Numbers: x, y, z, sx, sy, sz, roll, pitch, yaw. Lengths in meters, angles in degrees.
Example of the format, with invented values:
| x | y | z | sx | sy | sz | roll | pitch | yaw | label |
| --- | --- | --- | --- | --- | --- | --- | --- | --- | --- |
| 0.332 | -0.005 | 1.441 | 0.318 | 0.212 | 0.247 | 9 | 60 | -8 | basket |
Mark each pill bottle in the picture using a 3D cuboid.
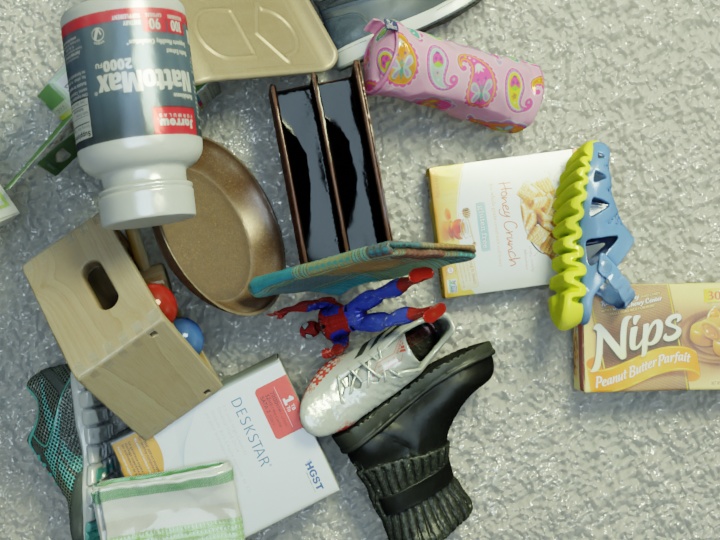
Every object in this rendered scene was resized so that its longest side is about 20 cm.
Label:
| x | y | z | sx | sy | sz | roll | pitch | yaw | label |
| --- | --- | --- | --- | --- | --- | --- | --- | --- | --- |
| -0.210 | -0.145 | 1.206 | 0.118 | 0.120 | 0.203 | -8 | 88 | -4 | pill bottle |

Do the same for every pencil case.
| x | y | z | sx | sy | sz | roll | pitch | yaw | label |
| --- | --- | --- | --- | --- | --- | --- | --- | --- | --- |
| 0.096 | -0.206 | 1.361 | 0.198 | 0.087 | 0.089 | 13 | 88 | -24 | pencil case |

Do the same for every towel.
| x | y | z | sx | sy | sz | roll | pitch | yaw | label |
| --- | --- | --- | --- | --- | --- | --- | --- | --- | --- |
| -0.188 | 0.306 | 1.320 | 0.147 | 0.031 | 0.203 | -9 | 91 | -3 | towel |
| 0.000 | 0.000 | 1.304 | 0.146 | 0.198 | 0.022 | 0 | 79 | -48 | towel |

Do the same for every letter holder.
| x | y | z | sx | sy | sz | roll | pitch | yaw | label |
| --- | --- | --- | --- | --- | --- | --- | --- | --- | --- |
| -0.031 | -0.106 | 1.353 | 0.099 | 0.142 | 0.203 | -11 | 90 | -4 | letter holder |

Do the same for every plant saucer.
| x | y | z | sx | sy | sz | roll | pitch | yaw | label |
| --- | --- | --- | --- | --- | --- | --- | --- | --- | --- |
| -0.155 | -0.042 | 1.340 | 0.036 | 0.200 | 0.202 | -24 | 91 | 29 | plant saucer |

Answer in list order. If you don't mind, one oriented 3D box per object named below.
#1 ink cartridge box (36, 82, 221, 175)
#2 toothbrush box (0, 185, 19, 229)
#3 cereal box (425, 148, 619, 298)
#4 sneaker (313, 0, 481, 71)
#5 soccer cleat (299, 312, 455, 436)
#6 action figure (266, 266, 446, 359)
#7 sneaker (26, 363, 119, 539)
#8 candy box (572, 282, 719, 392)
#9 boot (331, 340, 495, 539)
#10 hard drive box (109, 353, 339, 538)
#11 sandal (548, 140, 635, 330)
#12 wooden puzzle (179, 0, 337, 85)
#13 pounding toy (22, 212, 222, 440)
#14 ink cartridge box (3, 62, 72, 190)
| x | y | z | sx | sy | sz | roll | pitch | yaw | label |
| --- | --- | --- | --- | --- | --- | --- | --- | --- | --- |
| -0.240 | -0.152 | 1.360 | 0.200 | 0.104 | 0.059 | -42 | 91 | -3 | ink cartridge box |
| -0.471 | -0.055 | 1.313 | 0.199 | 0.086 | 0.146 | -36 | 91 | 27 | toothbrush box |
| 0.178 | -0.054 | 1.417 | 0.197 | 0.040 | 0.146 | -8 | 90 | -4 | cereal box |
| 0.039 | -0.324 | 1.393 | 0.200 | 0.077 | 0.148 | -24 | 93 | -2 | sneaker |
| 0.018 | 0.103 | 1.353 | 0.199 | 0.085 | 0.069 | -33 | 92 | -28 | soccer cleat |
| -0.016 | 0.051 | 1.328 | 0.098 | 0.199 | 0.066 | -19 | 90 | -40 | action figure |
| -0.311 | 0.194 | 1.377 | 0.090 | 0.078 | 0.203 | -4 | 86 | 13 | sneaker |
| 0.335 | 0.072 | 1.417 | 0.197 | 0.055 | 0.117 | -1 | 88 | -3 | candy box |
| 0.088 | 0.189 | 1.389 | 0.210 | 0.079 | 0.159 | -34 | 93 | -5 | boot |
| -0.143 | 0.203 | 1.376 | 0.198 | 0.077 | 0.157 | -27 | 92 | -4 | hard drive box |
| 0.249 | -0.035 | 1.363 | 0.086 | 0.079 | 0.203 | 4 | 88 | -7 | sandal |
| -0.142 | -0.270 | 1.343 | 0.198 | 0.046 | 0.187 | -16 | 70 | -41 | wooden puzzle |
| -0.236 | 0.024 | 1.303 | 0.141 | 0.185 | 0.201 | -34 | 56 | -2 | pounding toy |
| -0.310 | -0.171 | 1.322 | 0.048 | 0.145 | 0.200 | 45 | 79 | -15 | ink cartridge box |
